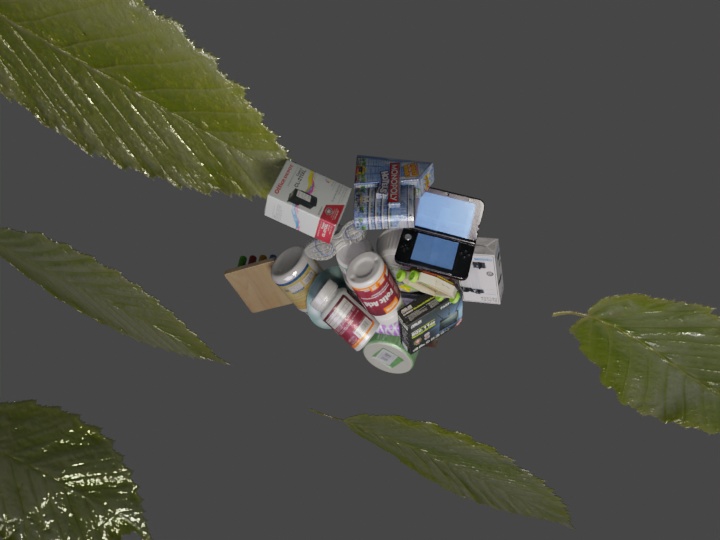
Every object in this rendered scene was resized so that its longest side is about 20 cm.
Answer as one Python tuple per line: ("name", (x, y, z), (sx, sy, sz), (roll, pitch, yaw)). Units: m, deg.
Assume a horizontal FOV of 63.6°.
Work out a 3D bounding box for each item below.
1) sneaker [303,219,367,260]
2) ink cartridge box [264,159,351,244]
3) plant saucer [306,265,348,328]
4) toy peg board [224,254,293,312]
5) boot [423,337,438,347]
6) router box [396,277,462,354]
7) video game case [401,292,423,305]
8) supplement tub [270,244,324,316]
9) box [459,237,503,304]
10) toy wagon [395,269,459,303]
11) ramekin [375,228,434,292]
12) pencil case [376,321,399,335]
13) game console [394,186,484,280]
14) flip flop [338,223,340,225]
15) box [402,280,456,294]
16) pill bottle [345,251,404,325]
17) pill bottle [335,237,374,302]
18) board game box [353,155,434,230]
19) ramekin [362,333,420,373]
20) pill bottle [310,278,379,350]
("sneaker", (-0.066, -0.087, 1.627), (0.194, 0.087, 0.077), (-20, 100, 9))
("ink cartridge box", (-0.140, -0.184, 1.547), (0.194, 0.149, 0.084), (23, 143, -2))
("plant saucer", (-0.075, 0.091, 1.814), (0.038, 0.202, 0.202), (27, 160, 53))
("toy peg board", (-0.321, 0.023, 1.966), (0.193, 0.100, 0.202), (-14, 133, 17))
("boot", (0.191, 0.259, 1.998), (0.194, 0.066, 0.188), (-7, 137, 27))
("router box", (0.202, 0.132, 1.662), (0.062, 0.196, 0.152), (49, 162, 37))
("video game case", (0.162, 0.128, 1.813), (0.176, 0.024, 0.202), (5, 150, 21))
("supplement tub", (-0.177, 0.037, 1.840), (0.141, 0.148, 0.201), (-9, 133, 35))
("box", (0.329, 0.002, 1.600), (0.113, 0.061, 0.203), (5, 140, 22))
("toy wagon", (0.167, 0.037, 1.549), (0.152, 0.041, 0.198), (26, 171, -25))
("ramekin", (0.128, -0.026, 1.644), (0.195, 0.096, 0.206), (15, 143, 11))
("pencil case", (0.087, 0.153, 1.789), (0.193, 0.086, 0.087), (4, 140, 20))
("game console", (0.197, -0.095, 1.461), (0.193, 0.176, 0.120), (14, 148, 11))
("flip flop", (-0.116, -0.129, 1.673), (0.200, 0.082, 0.057), (48, 166, -32))
("box", (0.206, 0.076, 1.779), (0.194, 0.035, 0.112), (1, 138, 27))
("pill bottle", (0.047, 0.054, 1.604), (0.111, 0.117, 0.202), (-2, 142, 29))
("pill bottle", (0.000, 0.000, 1.721), (0.109, 0.116, 0.202), (8, 149, 18))
("board game box", (0.083, -0.197, 1.410), (0.192, 0.205, 0.063), (-3, 141, 9))
("ramekin", (0.100, 0.246, 1.894), (0.193, 0.100, 0.203), (15, 143, 11))
("pill bottle", (-0.047, 0.128, 1.709), (0.199, 0.115, 0.114), (42, 142, -2))
